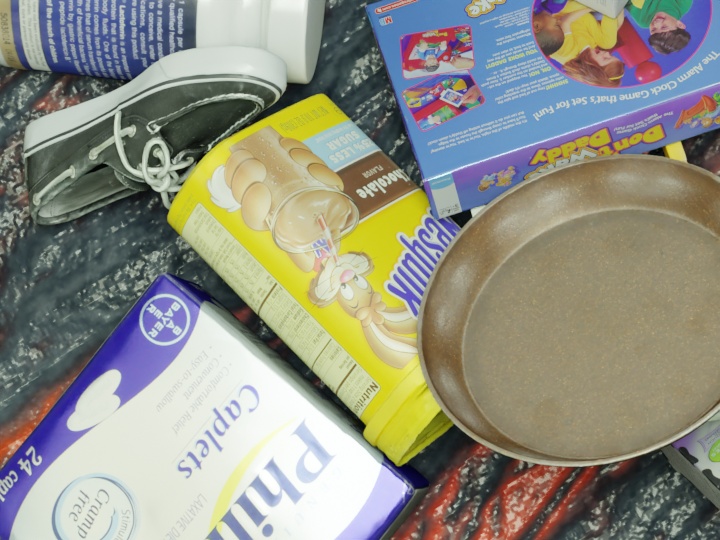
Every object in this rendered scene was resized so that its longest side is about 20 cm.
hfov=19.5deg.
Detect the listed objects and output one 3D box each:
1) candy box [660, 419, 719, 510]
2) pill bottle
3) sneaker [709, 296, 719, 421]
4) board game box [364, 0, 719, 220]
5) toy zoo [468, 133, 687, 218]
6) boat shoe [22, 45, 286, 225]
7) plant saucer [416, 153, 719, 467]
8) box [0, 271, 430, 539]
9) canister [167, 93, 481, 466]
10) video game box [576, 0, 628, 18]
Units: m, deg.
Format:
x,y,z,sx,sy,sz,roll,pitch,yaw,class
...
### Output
x,y,z,sx,sy,sz,roll,pitch,yaw,class
0.261,0.073,1.171,0.168,0.200,0.072,-40,112,-1,candy box
-0.123,-0.171,1.275,0.199,0.116,0.117,7,84,6,pill bottle
0.206,0.011,1.198,0.074,0.115,0.201,43,49,-29,sneaker
0.116,-0.124,1.235,0.199,0.045,0.135,-18,59,2,board game box
0.118,-0.092,1.256,0.130,0.020,0.201,-16,60,3,toy zoo
-0.126,-0.075,1.250,0.198,0.073,0.069,-16,64,29,boat shoe
0.129,0.026,1.125,0.199,0.035,0.201,-13,50,16,plant saucer
-0.091,0.134,1.245,0.200,0.105,0.184,39,89,7,box
0.000,0.000,1.233,0.200,0.148,0.087,45,128,11,canister
0.125,-0.268,1.257,0.182,0.047,0.200,30,71,19,video game box
